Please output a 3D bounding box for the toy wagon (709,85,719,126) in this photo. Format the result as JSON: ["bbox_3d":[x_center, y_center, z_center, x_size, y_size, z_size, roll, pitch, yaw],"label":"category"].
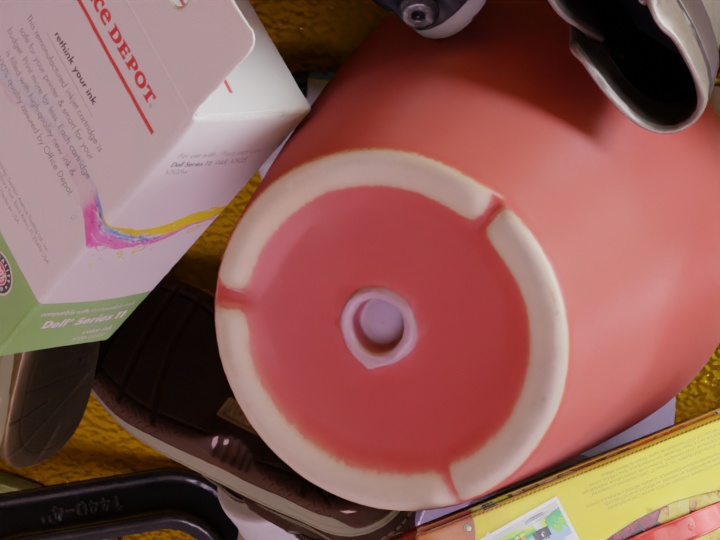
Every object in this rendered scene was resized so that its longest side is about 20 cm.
[{"bbox_3d":[0.132,-0.037,1.280,0.200,0.040,0.155,37,143,-27],"label":"toy wagon"}]

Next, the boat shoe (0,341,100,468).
[{"bbox_3d":[-0.148,-0.011,1.321,0.066,0.072,0.202,26,116,27],"label":"boat shoe"}]

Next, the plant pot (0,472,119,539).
[{"bbox_3d":[-0.220,0.231,1.513,0.199,0.185,0.201,3,135,3],"label":"plant pot"}]

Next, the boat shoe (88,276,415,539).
[{"bbox_3d":[-0.055,0.074,1.361,0.202,0.075,0.075,35,163,34],"label":"boat shoe"}]

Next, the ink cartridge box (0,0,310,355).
[{"bbox_3d":[-0.097,-0.071,1.179,0.067,0.117,0.200,-6,149,-46],"label":"ink cartridge box"}]

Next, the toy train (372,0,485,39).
[{"bbox_3d":[-0.014,-0.168,1.136,0.087,0.115,0.200,-29,125,31],"label":"toy train"}]

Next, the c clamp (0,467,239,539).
[{"bbox_3d":[-0.134,0.185,1.454,0.199,0.171,0.027,-14,166,-23],"label":"c clamp"}]

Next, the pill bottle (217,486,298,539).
[{"bbox_3d":[0.012,0.152,1.461,0.109,0.109,0.200,-18,131,23],"label":"pill bottle"}]

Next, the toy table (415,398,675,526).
[{"bbox_3d":[0.098,0.132,1.359,0.183,0.117,0.201,12,108,-35],"label":"toy table"}]

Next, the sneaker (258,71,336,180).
[{"bbox_3d":[0.000,0.000,1.326,0.075,0.087,0.200,-9,132,18],"label":"sneaker"}]

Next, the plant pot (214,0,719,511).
[{"bbox_3d":[0.038,0.000,1.173,0.200,0.177,0.201,6,108,20],"label":"plant pot"}]

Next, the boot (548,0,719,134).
[{"bbox_3d":[0.122,-0.109,1.158,0.070,0.147,0.200,-32,125,30],"label":"boot"}]

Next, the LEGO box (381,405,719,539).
[{"bbox_3d":[0.100,0.113,1.193,0.199,0.077,0.149,-20,175,-19],"label":"LEGO box"}]
